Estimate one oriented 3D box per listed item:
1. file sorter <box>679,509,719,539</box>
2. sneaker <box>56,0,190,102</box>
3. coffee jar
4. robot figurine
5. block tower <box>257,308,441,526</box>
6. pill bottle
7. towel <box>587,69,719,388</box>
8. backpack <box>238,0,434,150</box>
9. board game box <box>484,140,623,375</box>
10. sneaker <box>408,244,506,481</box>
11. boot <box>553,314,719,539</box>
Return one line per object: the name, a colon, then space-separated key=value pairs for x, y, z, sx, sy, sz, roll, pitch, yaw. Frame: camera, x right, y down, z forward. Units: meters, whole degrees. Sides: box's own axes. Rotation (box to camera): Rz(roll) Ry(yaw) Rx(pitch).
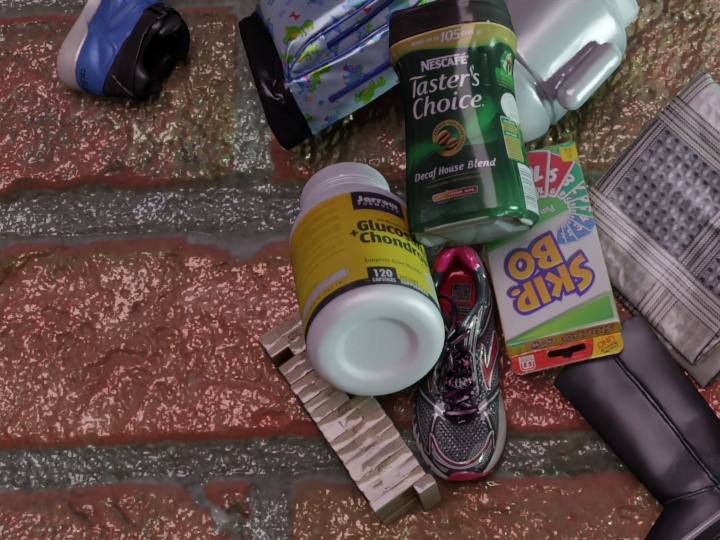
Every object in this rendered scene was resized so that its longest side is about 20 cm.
file sorter: x=0.324 y=0.259 z=1.206 sx=0.124 sy=0.139 sz=0.200 roll=-35 pitch=26 yaw=-1
sneaker: x=-0.196 y=-0.251 z=1.573 sx=0.111 sy=0.077 sz=0.201 roll=16 pitch=75 yaw=21
coffee jar: x=0.082 y=-0.126 z=1.375 sx=0.104 sy=0.085 sz=0.201 roll=-13 pitch=76 yaw=25
robot figurine: x=0.153 y=-0.190 z=1.478 sx=0.200 sy=0.113 sz=0.169 roll=-44 pitch=37 yaw=-10
block tower: x=-0.012 y=0.121 z=1.407 sx=0.058 sy=0.054 sz=0.200 roll=-35 pitch=67 yaw=-6
pill bottle: x=0.000 y=0.000 z=1.396 sx=0.111 sy=0.112 sz=0.201 roll=-15 pitch=40 yaw=2
towel: x=0.287 y=-0.035 z=1.404 sx=0.193 sy=0.035 sz=0.200 roll=-47 pitch=68 yaw=10
backpack: x=-0.006 y=-0.219 z=1.486 sx=0.199 sy=0.154 sz=0.164 roll=-17 pitch=37 yaw=-1
board game box: x=0.154 y=-0.012 z=1.413 sx=0.095 sy=0.030 sz=0.201 roll=-13 pitch=60 yaw=6
sneaker: x=0.077 y=0.076 z=1.401 sx=0.080 sy=0.075 sz=0.201 roll=-5 pitch=68 yaw=6
boot: x=0.219 y=0.155 z=1.350 sx=0.164 sy=0.066 sz=0.200 roll=-30 pitch=69 yaw=-14
